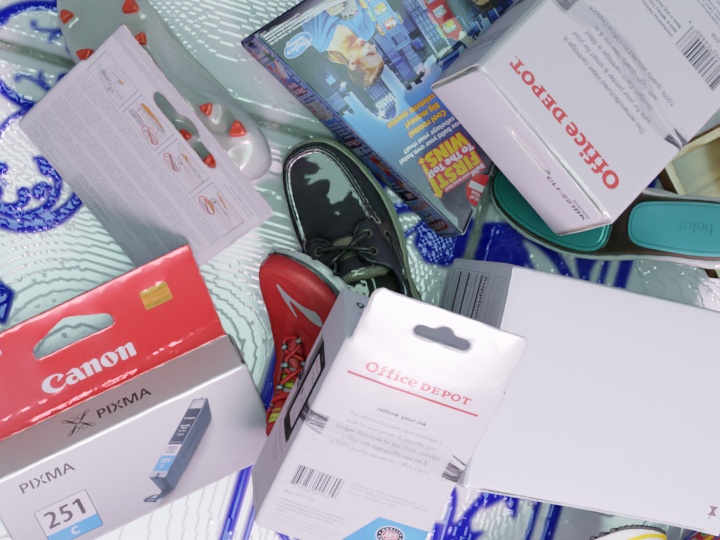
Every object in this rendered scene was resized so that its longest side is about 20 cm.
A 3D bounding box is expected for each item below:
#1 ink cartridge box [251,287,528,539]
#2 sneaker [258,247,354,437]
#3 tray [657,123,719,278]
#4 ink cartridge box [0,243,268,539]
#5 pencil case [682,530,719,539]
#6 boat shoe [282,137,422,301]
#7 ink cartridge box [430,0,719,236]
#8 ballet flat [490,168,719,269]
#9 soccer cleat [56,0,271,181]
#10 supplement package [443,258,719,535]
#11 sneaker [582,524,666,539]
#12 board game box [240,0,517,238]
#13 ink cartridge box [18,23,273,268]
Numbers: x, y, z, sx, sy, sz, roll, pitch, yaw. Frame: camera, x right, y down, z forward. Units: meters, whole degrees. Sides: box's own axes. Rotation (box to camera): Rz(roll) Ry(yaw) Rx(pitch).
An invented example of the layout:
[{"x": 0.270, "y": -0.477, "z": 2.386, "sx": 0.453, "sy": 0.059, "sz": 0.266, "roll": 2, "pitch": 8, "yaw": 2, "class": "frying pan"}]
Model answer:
[{"x": 0.018, "y": 0.091, "z": 1.549, "sx": 0.116, "sy": 0.068, "sz": 0.200, "roll": 19, "pitch": 118, "yaw": -15, "class": "ink cartridge box"}, {"x": -0.034, "y": 0.083, "z": 1.625, "sx": 0.085, "sy": 0.077, "sz": 0.200, "roll": -32, "pitch": 113, "yaw": -40, "class": "sneaker"}, {"x": 0.324, "y": -0.084, "z": 1.719, "sx": 0.200, "sy": 0.037, "sz": 0.099, "roll": -27, "pitch": 94, "yaw": -5, "class": "tray"}, {"x": -0.173, "y": 0.097, "z": 1.610, "sx": 0.200, "sy": 0.045, "sz": 0.176, "roll": -26, "pitch": 131, "yaw": -6, "class": "ink cartridge box"}, {"x": 0.265, "y": 0.223, "z": 1.695, "sx": 0.200, "sy": 0.078, "sz": 0.087, "roll": -36, "pitch": 135, "yaw": -5, "class": "pencil case"}, {"x": 0.000, "y": 0.000, "z": 1.661, "sx": 0.072, "sy": 0.065, "sz": 0.200, "roll": -21, "pitch": 94, "yaw": 9, "class": "boat shoe"}, {"x": 0.170, "y": -0.143, "z": 1.620, "sx": 0.200, "sy": 0.084, "sz": 0.144, "roll": -45, "pitch": 101, "yaw": -23, "class": "ink cartridge box"}, {"x": 0.191, "y": -0.035, "z": 1.680, "sx": 0.200, "sy": 0.069, "sz": 0.070, "roll": 12, "pitch": 89, "yaw": 24, "class": "ballet flat"}, {"x": -0.140, "y": -0.132, "z": 1.649, "sx": 0.069, "sy": 0.078, "sz": 0.200, "roll": -45, "pitch": 76, "yaw": 4, "class": "soccer cleat"}, {"x": 0.159, "y": 0.087, "z": 1.644, "sx": 0.200, "sy": 0.111, "sz": 0.156, "roll": 12, "pitch": 90, "yaw": -20, "class": "supplement package"}, {"x": 0.138, "y": 0.255, "z": 1.637, "sx": 0.200, "sy": 0.070, "sz": 0.090, "roll": -32, "pitch": 59, "yaw": 24, "class": "sneaker"}, {"x": 0.053, "y": -0.135, "z": 1.669, "sx": 0.200, "sy": 0.062, "sz": 0.200, "roll": -34, "pitch": 97, "yaw": -11, "class": "board game box"}, {"x": -0.136, "y": -0.081, "z": 1.583, "sx": 0.161, "sy": 0.200, "sz": 0.050, "roll": 51, "pitch": 57, "yaw": -5, "class": "ink cartridge box"}]
